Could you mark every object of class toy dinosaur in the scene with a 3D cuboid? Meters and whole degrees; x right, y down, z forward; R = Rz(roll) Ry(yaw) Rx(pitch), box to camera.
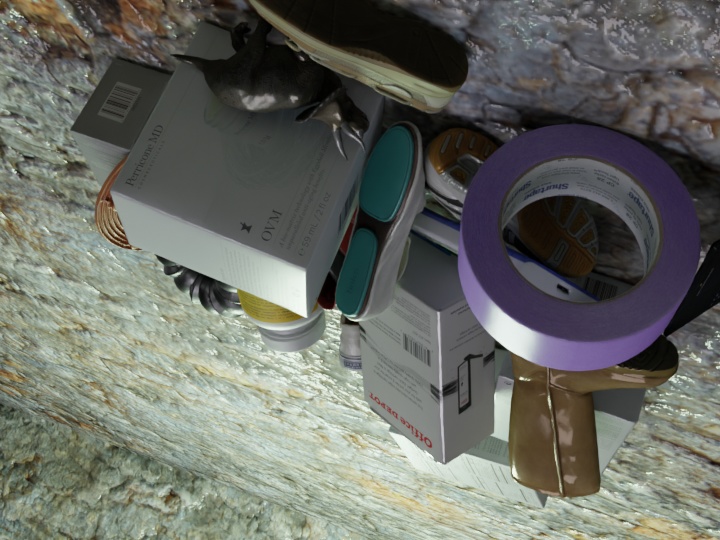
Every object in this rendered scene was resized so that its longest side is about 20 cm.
[{"bbox_3d":[-0.082,-0.176,0.893,0.196,0.104,0.077,11,155,2],"label":"toy dinosaur"}]

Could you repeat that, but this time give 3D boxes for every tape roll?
[{"bbox_3d":[0.181,-0.022,0.855,0.196,0.203,0.066,19,156,11],"label":"tape roll"}]

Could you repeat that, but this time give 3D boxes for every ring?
[{"bbox_3d":[-0.201,-0.088,1.124,0.019,0.198,0.201,54,168,25],"label":"ring"}]

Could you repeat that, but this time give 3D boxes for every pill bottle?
[{"bbox_3d":[-0.095,-0.006,1.172,0.110,0.113,0.203,12,133,25],"label":"pill bottle"}]

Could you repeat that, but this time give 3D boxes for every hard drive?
[{"bbox_3d":[0.136,-0.013,1.018,0.131,0.026,0.199,26,-177,-39],"label":"hard drive"}]

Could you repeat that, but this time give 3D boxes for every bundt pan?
[{"bbox_3d":[-0.196,-0.021,1.303,0.200,0.076,0.204,29,145,23],"label":"bundt pan"}]

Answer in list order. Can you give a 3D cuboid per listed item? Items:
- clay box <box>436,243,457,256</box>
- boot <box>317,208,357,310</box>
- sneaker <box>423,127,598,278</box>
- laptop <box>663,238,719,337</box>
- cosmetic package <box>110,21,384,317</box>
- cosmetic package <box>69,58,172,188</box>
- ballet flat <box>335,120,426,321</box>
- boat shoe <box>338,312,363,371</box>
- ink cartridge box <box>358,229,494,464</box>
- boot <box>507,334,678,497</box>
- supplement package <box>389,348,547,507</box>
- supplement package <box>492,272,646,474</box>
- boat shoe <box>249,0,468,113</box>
[{"bbox_3d":[0.121,0.040,1.224,0.113,0.048,0.200,23,160,3],"label":"clay box"},{"bbox_3d":[0.000,0.000,1.148,0.071,0.146,0.200,7,153,30],"label":"boot"},{"bbox_3d":[0.143,-0.063,0.984,0.199,0.076,0.088,38,162,-6],"label":"sneaker"},{"bbox_3d":[0.379,0.008,0.847,0.104,0.198,0.178,55,167,24],"label":"laptop"},{"bbox_3d":[-0.102,-0.098,0.968,0.196,0.202,0.123,20,157,7],"label":"cosmetic package"},{"bbox_3d":[-0.246,-0.133,1.154,0.089,0.108,0.201,18,158,15],"label":"cosmetic package"},{"bbox_3d":[0.028,-0.047,0.980,0.068,0.204,0.070,15,-163,-5],"label":"ballet flat"},{"bbox_3d":[0.011,0.044,1.230,0.069,0.201,0.071,1,115,14],"label":"boat shoe"},{"bbox_3d":[0.070,0.082,1.086,0.145,0.083,0.203,33,138,44],"label":"ink cartridge box"},{"bbox_3d":[0.224,0.141,0.988,0.172,0.066,0.203,13,129,31],"label":"boot"},{"bbox_3d":[0.170,0.204,1.382,0.196,0.154,0.151,12,155,26],"label":"supplement package"},{"bbox_3d":[0.239,0.113,1.144,0.149,0.153,0.201,18,156,11],"label":"supplement package"},{"bbox_3d":[-0.007,-0.192,0.846,0.197,0.074,0.063,21,153,-11],"label":"boat shoe"}]
